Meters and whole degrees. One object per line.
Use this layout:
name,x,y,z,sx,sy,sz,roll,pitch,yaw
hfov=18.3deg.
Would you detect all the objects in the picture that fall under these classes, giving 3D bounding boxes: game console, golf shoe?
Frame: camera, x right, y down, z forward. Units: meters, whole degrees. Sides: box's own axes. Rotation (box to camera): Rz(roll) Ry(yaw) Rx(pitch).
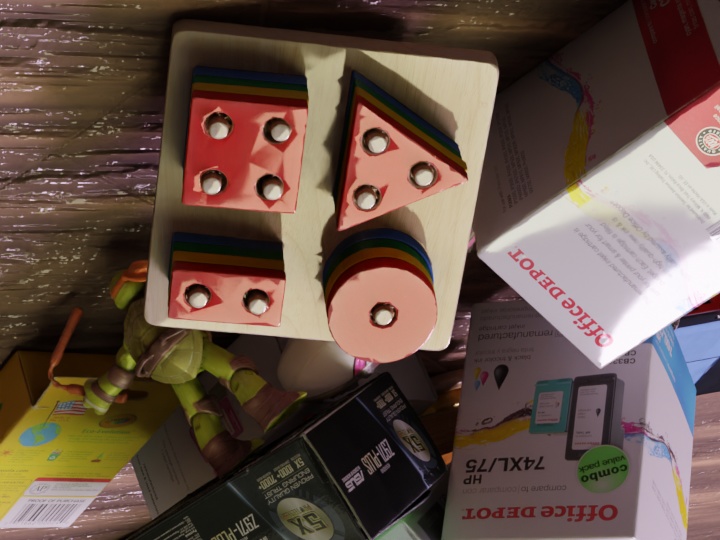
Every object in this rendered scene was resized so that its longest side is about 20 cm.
game console,0.274,0.073,1.940,0.198,0.031,0.177,-8,148,-24
golf shoe,0.000,0.000,1.552,0.201,0.073,0.092,-53,138,3

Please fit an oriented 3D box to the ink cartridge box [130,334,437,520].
ink cartridge box,-0.060,0.117,1.710,0.144,0.085,0.200,2,146,-44

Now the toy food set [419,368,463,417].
toy food set,0.068,0.149,1.903,0.196,0.049,0.200,-3,146,-31

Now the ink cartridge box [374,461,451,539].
ink cartridge box,-0.006,0.226,1.665,0.200,0.057,0.162,-41,178,22

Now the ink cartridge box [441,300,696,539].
ink cartridge box,0.157,0.142,1.639,0.145,0.202,0.146,-4,145,20

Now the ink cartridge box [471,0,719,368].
ink cartridge box,0.184,-0.067,1.480,0.199,0.145,0.145,-34,125,21

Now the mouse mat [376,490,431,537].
mouse mat,-0.043,0.216,1.604,0.160,0.008,0.200,-33,180,-27

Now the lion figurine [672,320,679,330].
lion figurine,0.169,0.008,1.712,0.073,0.122,0.201,-48,142,-23

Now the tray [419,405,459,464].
tray,0.043,0.147,1.740,0.099,0.037,0.199,-41,162,30

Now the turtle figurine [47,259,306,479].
turtle figurine,-0.112,0.046,1.483,0.200,0.161,0.064,-46,171,13

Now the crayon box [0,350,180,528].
crayon box,-0.223,0.117,1.640,0.126,0.051,0.200,6,141,-40

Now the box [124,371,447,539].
box,-0.060,0.171,1.546,0.199,0.087,0.164,-33,179,24

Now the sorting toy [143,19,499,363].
sorting toy,-0.025,-0.037,1.356,0.197,0.070,0.202,5,118,-7
